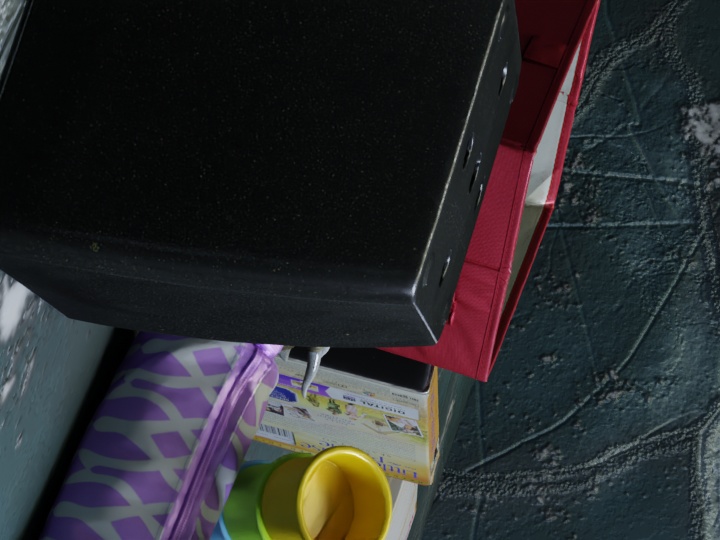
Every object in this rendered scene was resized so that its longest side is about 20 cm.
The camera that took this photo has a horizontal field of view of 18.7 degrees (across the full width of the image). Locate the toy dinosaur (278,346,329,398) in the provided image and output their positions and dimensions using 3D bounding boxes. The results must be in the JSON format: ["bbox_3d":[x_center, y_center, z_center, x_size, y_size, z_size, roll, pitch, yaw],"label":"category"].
[{"bbox_3d":[0.000,0.000,1.092,0.077,0.103,0.200,-43,-166,-20],"label":"toy dinosaur"}]

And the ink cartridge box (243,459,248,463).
[{"bbox_3d":[-0.111,0.226,1.307,0.148,0.075,0.201,95,15,-54],"label":"ink cartridge box"}]

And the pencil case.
[{"bbox_3d":[-0.105,0.113,1.091,0.085,0.084,0.201,-20,-138,47],"label":"pencil case"}]

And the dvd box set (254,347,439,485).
[{"bbox_3d":[-0.022,0.078,1.367,0.200,0.145,0.030,82,24,-68],"label":"dvd box set"}]

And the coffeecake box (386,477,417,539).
[{"bbox_3d":[0.000,0.244,2.050,0.200,0.072,0.154,90,18,-62],"label":"coffeecake box"}]

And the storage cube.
[{"bbox_3d":[0.023,-0.074,1.258,0.201,0.178,0.172,-63,166,-48],"label":"storage cube"}]

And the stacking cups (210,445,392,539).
[{"bbox_3d":[-0.065,0.124,1.162,0.199,0.060,0.061,-7,-122,53],"label":"stacking cups"}]

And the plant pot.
[{"bbox_3d":[-0.034,-0.066,0.923,0.200,0.176,0.201,57,49,-77],"label":"plant pot"}]
